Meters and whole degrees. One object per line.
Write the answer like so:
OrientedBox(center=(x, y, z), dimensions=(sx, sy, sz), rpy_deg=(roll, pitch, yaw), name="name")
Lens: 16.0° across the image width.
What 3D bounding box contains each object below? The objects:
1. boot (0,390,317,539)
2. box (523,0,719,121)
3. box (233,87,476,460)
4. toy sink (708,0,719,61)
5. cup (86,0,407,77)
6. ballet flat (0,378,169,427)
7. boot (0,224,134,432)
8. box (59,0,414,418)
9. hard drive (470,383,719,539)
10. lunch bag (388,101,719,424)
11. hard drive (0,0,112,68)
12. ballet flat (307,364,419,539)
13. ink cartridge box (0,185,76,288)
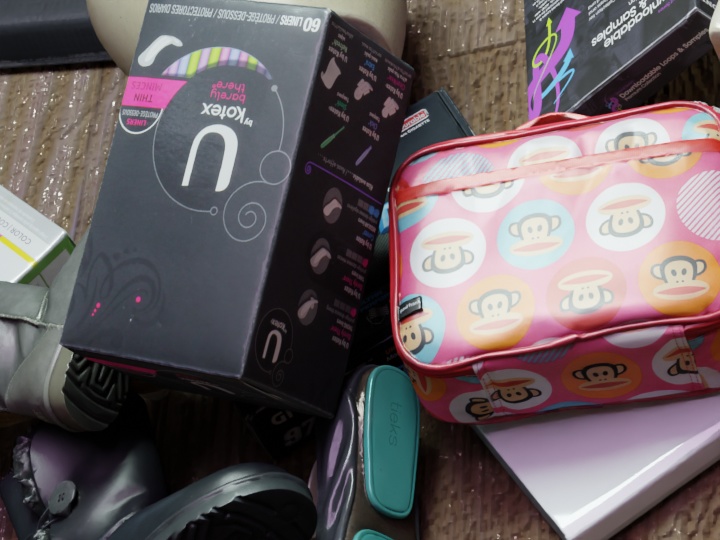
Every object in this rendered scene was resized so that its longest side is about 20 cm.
OrientedBox(center=(-0.119, 0.122, 1.397), dimensions=(0.200, 0.076, 0.169), rpy_deg=(-42, 42, 24), name="boot")
OrientedBox(center=(0.156, -0.179, 1.538), dimensions=(0.143, 0.036, 0.201), rpy_deg=(-39, 35, 37), name="box")
OrientedBox(center=(0.000, 0.000, 1.495), dimensions=(0.199, 0.046, 0.159), rpy_deg=(-29, 45, 0), name="box")
OrientedBox(center=(0.299, -0.177, 1.457), dimensions=(0.130, 0.112, 0.201), rpy_deg=(7, 60, 30), name="toy sink")
OrientedBox(center=(-0.051, -0.149, 1.539), dimensions=(0.199, 0.201, 0.144), rpy_deg=(-29, 45, -1), name="cup")
OrientedBox(center=(-0.155, 0.056, 1.500), dimensions=(0.199, 0.072, 0.068), rpy_deg=(-17, 56, 23), name="ballet flat")
OrientedBox(center=(-0.202, 0.015, 1.472), dimensions=(0.199, 0.073, 0.183), rpy_deg=(0, 53, 43), name="boot")
OrientedBox(center=(-0.064, -0.035, 1.372), dimensions=(0.121, 0.106, 0.202), rpy_deg=(8, 80, 30), name="box")
OrientedBox(center=(0.162, 0.053, 1.384), dimensions=(0.199, 0.027, 0.132), rpy_deg=(-34, 46, -6), name="hard drive")
OrientedBox(center=(0.115, -0.014, 1.380), dimensions=(0.198, 0.082, 0.177), rpy_deg=(-10, 53, 12), name="lunch bag")
OrientedBox(center=(-0.190, -0.229, 1.788), dimensions=(0.134, 0.042, 0.201), rpy_deg=(-2, 51, 25), name="hard drive")
OrientedBox(center=(-0.002, 0.146, 1.364), dimensions=(0.073, 0.073, 0.201), rpy_deg=(-11, 54, 17), name="ballet flat")
OrientedBox(center=(-0.269, 0.039, 1.582), dimensions=(0.200, 0.059, 0.104), rpy_deg=(-45, 48, -15), name="ink cartridge box")
